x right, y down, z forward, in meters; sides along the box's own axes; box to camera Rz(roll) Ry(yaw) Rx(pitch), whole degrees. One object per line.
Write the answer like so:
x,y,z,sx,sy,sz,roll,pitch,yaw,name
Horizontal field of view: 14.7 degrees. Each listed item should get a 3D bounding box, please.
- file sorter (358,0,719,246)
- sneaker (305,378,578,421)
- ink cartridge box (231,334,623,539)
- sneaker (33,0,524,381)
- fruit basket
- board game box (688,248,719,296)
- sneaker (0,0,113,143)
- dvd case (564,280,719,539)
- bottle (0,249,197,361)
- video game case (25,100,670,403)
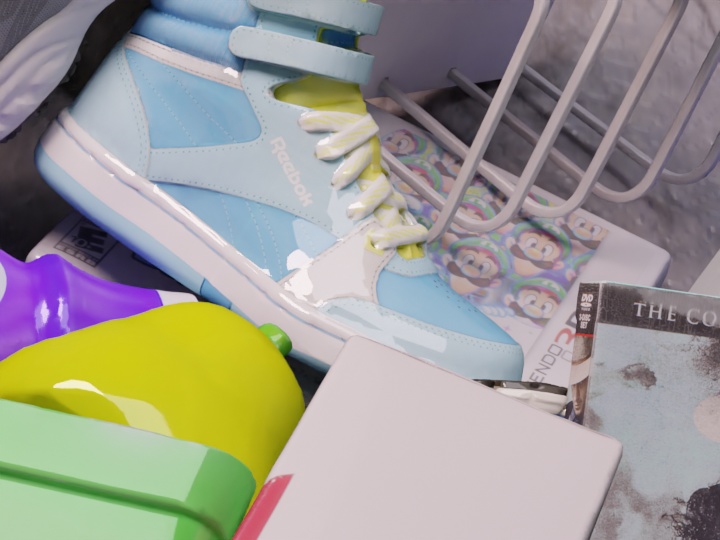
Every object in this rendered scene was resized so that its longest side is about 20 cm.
0.064,-0.099,1.079,0.124,0.139,0.200,40,31,27,file sorter
-0.004,0.085,0.892,0.200,0.089,0.079,-13,-1,-1,sneaker
-0.011,0.141,0.742,0.086,0.200,0.148,23,38,5,ink cartridge box
-0.007,-0.041,0.970,0.200,0.131,0.080,32,9,13,sneaker
-0.099,0.081,0.775,0.155,0.216,0.216,13,38,-7,fruit basket
0.191,0.076,0.969,0.200,0.064,0.148,44,41,-2,board game box
-0.107,-0.129,0.959,0.074,0.200,0.079,41,2,39,sneaker
0.125,0.111,0.867,0.146,0.200,0.022,9,-3,-14,dvd case
-0.153,0.023,0.932,0.200,0.065,0.084,5,39,-17,bottle
0.000,0.000,1.059,0.200,0.024,0.182,27,38,10,video game case
